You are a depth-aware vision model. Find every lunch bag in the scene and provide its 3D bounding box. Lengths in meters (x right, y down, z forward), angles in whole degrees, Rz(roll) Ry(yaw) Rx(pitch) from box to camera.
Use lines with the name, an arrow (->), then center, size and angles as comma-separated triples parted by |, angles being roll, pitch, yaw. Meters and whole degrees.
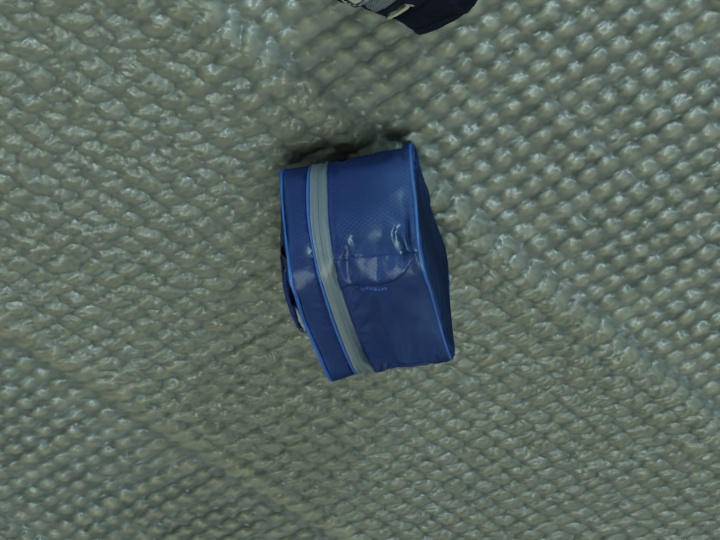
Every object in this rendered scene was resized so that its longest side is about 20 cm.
lunch bag -> 0.000, 0.000, 1.679 | 0.132, 0.136, 0.200 | -9, 142, 8

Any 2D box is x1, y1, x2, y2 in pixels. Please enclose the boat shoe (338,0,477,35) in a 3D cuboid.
boat shoe -> 0.073, -0.244, 1.447 | 0.092, 0.075, 0.200 | 23, 142, -37
